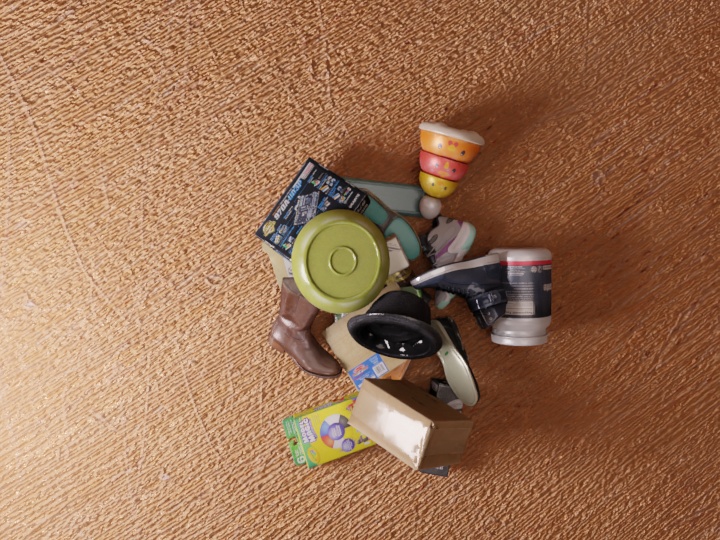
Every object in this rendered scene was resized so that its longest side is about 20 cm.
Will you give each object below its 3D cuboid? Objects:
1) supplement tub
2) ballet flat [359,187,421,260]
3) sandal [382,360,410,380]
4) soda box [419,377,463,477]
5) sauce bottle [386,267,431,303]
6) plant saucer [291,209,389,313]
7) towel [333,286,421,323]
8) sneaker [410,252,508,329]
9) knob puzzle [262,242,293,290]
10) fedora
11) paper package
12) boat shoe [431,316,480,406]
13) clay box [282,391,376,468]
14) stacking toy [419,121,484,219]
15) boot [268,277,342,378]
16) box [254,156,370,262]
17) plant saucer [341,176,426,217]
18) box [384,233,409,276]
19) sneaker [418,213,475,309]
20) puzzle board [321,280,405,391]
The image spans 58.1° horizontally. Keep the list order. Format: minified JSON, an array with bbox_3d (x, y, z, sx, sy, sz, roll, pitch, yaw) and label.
[{"bbox_3d":[0.347,0.053,1.419,0.137,0.140,0.205,-1,94,-8],"label":"supplement tub"},{"bbox_3d":[0.054,-0.103,1.390,0.199,0.071,0.071,42,87,-13],"label":"ballet flat"},{"bbox_3d":[0.095,0.172,1.429,0.078,0.059,0.211,18,90,-10],"label":"sandal"},{"bbox_3d":[0.178,0.350,1.452,0.069,0.063,0.205,11,92,-9],"label":"soda box"},{"bbox_3d":[0.075,0.003,1.412,0.200,0.065,0.065,43,87,-9],"label":"sauce bottle"},{"bbox_3d":[-0.036,-0.018,1.259,0.195,0.031,0.205,0,90,-9],"label":"plant saucer"},{"bbox_3d":[0.042,0.116,1.397,0.195,0.031,0.153,-7,92,12],"label":"towel"},{"bbox_3d":[0.210,0.055,1.338,0.198,0.077,0.150,-12,86,-10],"label":"sneaker"},{"bbox_3d":[-0.117,-0.078,1.393,0.214,0.030,0.225,0,94,-2],"label":"knob puzzle"},{"bbox_3d":[0.074,0.102,1.300,0.197,0.201,0.093,23,60,-9],"label":"fedora"},{"bbox_3d":[0.106,0.312,1.335,0.189,0.198,0.105,16,96,-51],"label":"paper package"},{"bbox_3d":[0.215,0.194,1.417,0.067,0.072,0.203,-8,65,-41],"label":"boat shoe"},{"bbox_3d":[-0.064,0.351,1.422,0.196,0.048,0.117,-19,96,-8],"label":"clay box"},{"bbox_3d":[0.174,-0.208,1.390,0.143,0.146,0.204,12,103,-9],"label":"stacking toy"},{"bbox_3d":[-0.096,0.115,1.328,0.184,0.065,0.202,26,129,3],"label":"boot"},{"bbox_3d":[-0.097,-0.107,1.321,0.158,0.046,0.202,33,84,20],"label":"box"},{"bbox_3d":[0.051,-0.160,1.423,0.195,0.019,0.072,5,93,-10],"label":"plant saucer"},{"bbox_3d":[0.000,0.000,1.339,0.197,0.082,0.069,-27,97,5],"label":"box"},{"bbox_3d":[0.159,-0.029,1.419,0.137,0.078,0.204,21,75,-6],"label":"sneaker"},{"bbox_3d":[0.035,0.140,1.376,0.198,0.017,0.152,-34,87,12],"label":"puzzle board"}]
